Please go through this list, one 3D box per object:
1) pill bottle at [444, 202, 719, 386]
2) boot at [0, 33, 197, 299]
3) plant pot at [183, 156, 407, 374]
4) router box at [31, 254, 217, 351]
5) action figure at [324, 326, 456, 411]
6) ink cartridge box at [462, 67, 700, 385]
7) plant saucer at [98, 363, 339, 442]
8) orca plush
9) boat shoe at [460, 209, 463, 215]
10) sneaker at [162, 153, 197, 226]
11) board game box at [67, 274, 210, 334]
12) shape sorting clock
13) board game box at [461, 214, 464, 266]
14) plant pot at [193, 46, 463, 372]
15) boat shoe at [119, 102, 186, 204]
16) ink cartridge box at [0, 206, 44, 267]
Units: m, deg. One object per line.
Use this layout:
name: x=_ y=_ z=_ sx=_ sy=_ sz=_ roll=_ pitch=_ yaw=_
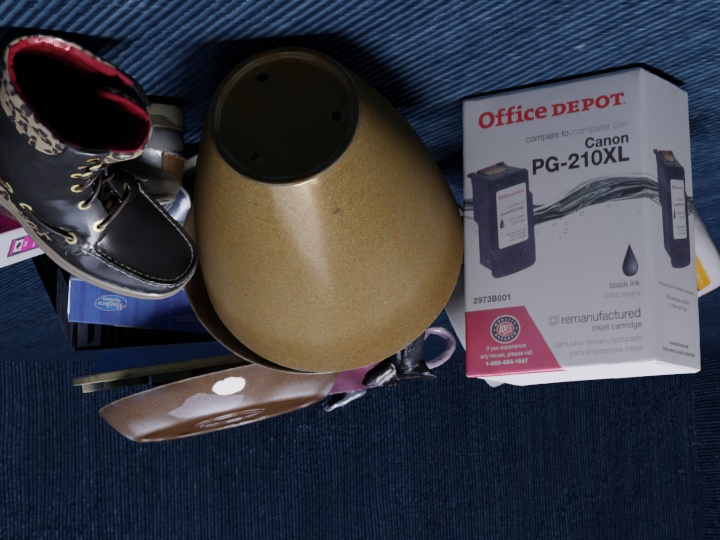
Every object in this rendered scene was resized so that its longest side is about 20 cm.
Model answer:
pill bottle: x=0.167 y=0.002 z=1.217 sx=0.199 sy=0.117 sz=0.116 roll=-28 pitch=167 yaw=11
boot: x=-0.167 y=-0.063 z=0.996 sx=0.200 sy=0.073 sz=0.150 roll=41 pitch=153 yaw=-14
plant pot: x=-0.029 y=-0.015 z=1.141 sx=0.199 sy=0.201 sz=0.028 roll=-3 pitch=155 yaw=6
router box: x=-0.198 y=0.002 z=1.395 sx=0.149 sy=0.051 sz=0.200 roll=-3 pitch=-155 yaw=-22
action figure: x=-0.030 y=0.022 z=1.454 sx=0.149 sy=0.201 sz=0.134 roll=-16 pitch=-170 yaw=41
ink cartridge box: x=0.150 y=-0.027 z=1.104 sx=0.144 sy=0.201 sz=0.084 roll=-7 pitch=168 yaw=33
plant saucer: x=-0.107 y=0.105 z=1.273 sx=0.199 sy=0.032 sz=0.200 roll=-14 pitch=171 yaw=-2
orca plush: x=0.000 y=0.000 z=1.218 sx=0.105 sy=0.201 sz=0.071 roll=21 pitch=-149 yaw=39
boat shoe: x=0.046 y=-0.034 z=1.545 sx=0.092 sy=0.075 sz=0.200 roll=3 pitch=166 yaw=14
sneaker: x=-0.096 y=-0.061 z=1.260 sx=0.200 sy=0.067 sz=0.090 roll=-21 pitch=152 yaw=-45
board game box: x=-0.128 y=-0.007 z=1.315 sx=0.199 sy=0.044 sz=0.199 roll=6 pitch=-156 yaw=-4
shape sorting clock: x=-0.135 y=0.079 z=1.302 sx=0.199 sy=0.039 sz=0.200 roll=-4 pitch=178 yaw=0
board game box: x=0.164 y=-0.032 z=1.366 sx=0.165 sy=0.057 sz=0.200 roll=-35 pitch=161 yaw=17
plant pot: x=-0.032 y=-0.056 z=1.029 sx=0.185 sy=0.187 sz=0.200 roll=-3 pitch=157 yaw=6
boat shoe: x=-0.220 y=-0.078 z=1.097 sx=0.199 sy=0.069 sz=0.075 roll=-1 pitch=175 yaw=0
ink cartridge box: x=-0.267 y=-0.041 z=1.122 sx=0.094 sy=0.037 sz=0.200 roll=29 pitch=-157 yaw=15
